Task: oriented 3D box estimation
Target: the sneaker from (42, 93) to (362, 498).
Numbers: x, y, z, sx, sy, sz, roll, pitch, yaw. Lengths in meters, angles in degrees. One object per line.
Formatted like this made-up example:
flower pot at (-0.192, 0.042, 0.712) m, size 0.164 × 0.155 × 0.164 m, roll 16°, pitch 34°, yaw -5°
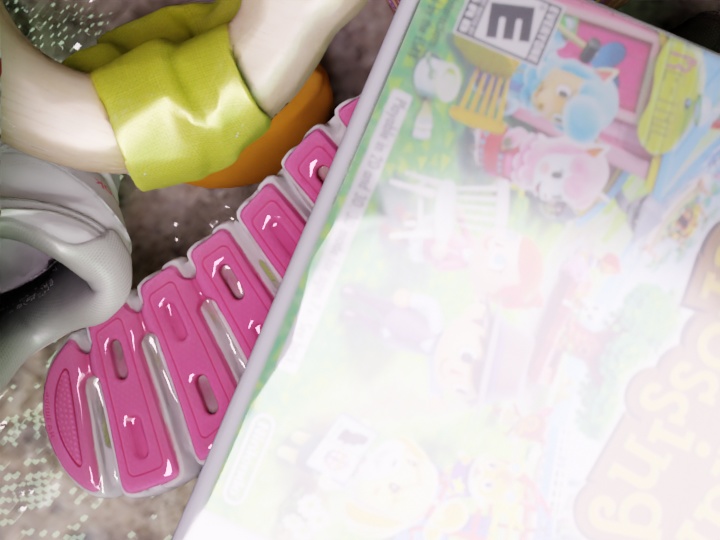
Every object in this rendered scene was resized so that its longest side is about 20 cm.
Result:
sneaker at (0.000, 0.000, 0.884) m, size 0.199 × 0.087 × 0.074 m, roll -34°, pitch 81°, yaw 13°

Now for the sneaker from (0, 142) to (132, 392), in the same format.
sneaker at (-0.156, 0.017, 0.851) m, size 0.199 × 0.099 × 0.078 m, roll -28°, pitch 122°, yaw -3°

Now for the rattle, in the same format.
rattle at (-0.085, -0.117, 0.850) m, size 0.200 × 0.143 × 0.130 m, roll 39°, pitch 109°, yaw 5°

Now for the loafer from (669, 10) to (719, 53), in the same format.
loafer at (0.105, -0.040, 0.940) m, size 0.199 × 0.071 × 0.073 m, roll -13°, pitch 154°, yaw -2°

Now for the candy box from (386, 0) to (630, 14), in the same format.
candy box at (0.081, -0.153, 0.869) m, size 0.199 × 0.057 × 0.117 m, roll -31°, pitch 122°, yaw -2°

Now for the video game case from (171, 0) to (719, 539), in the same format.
video game case at (0.063, 0.035, 0.814) m, size 0.181 × 0.022 × 0.201 m, roll 24°, pitch 92°, yaw 7°
